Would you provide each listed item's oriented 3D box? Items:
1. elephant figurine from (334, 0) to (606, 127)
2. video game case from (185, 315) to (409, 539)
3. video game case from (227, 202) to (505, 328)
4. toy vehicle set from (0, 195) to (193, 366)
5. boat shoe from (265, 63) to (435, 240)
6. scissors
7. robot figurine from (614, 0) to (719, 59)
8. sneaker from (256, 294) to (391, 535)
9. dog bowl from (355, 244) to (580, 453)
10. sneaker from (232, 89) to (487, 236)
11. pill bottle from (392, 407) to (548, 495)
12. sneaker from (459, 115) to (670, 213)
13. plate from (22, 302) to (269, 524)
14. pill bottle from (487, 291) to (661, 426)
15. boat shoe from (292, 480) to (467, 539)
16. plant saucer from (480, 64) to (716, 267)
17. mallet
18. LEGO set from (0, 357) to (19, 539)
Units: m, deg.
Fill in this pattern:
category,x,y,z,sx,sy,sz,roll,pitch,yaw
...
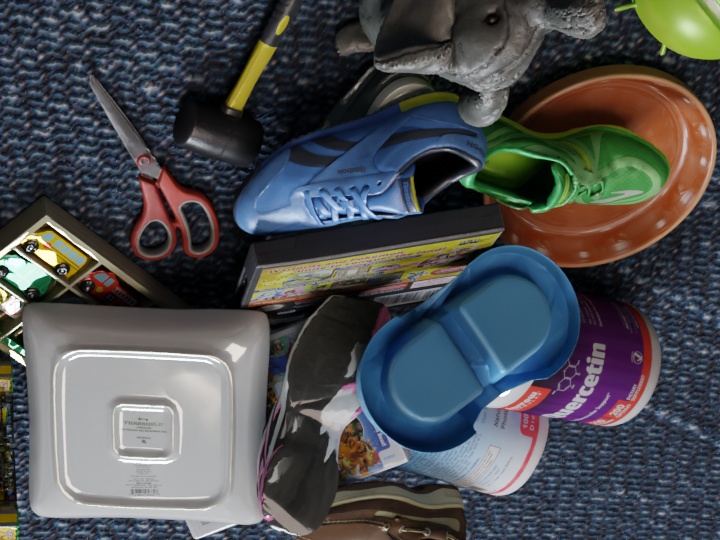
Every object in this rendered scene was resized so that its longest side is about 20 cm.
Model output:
category,x,y,z,sx,sy,sz,roll,pitch,yaw
elephant figurine,0.073,-0.172,1.321,0.141,0.200,0.155,-6,132,-12
video game case,-0.077,0.128,1.563,0.200,0.018,0.143,-21,98,12
video game case,0.000,0.000,1.505,0.200,0.026,0.181,-9,164,-13
toy vehicle set,-0.234,0.034,1.531,0.124,0.027,0.200,-37,130,17
boat shoe,-0.012,-0.086,1.468,0.073,0.062,0.200,19,122,-34
scissors,-0.159,-0.082,1.463,0.073,0.014,0.200,-12,132,-3
robot figurine,0.286,-0.237,1.384,0.200,0.116,0.175,-37,138,17
sneaker,-0.044,0.110,1.508,0.080,0.086,0.200,26,82,-16
dog bowl,0.081,0.063,1.478,0.200,0.050,0.112,-36,94,-18
sneaker,-0.002,-0.066,1.393,0.200,0.078,0.066,-22,134,7
pill bottle,0.058,0.126,1.643,0.200,0.109,0.109,18,123,-30
sneaker,0.153,-0.073,1.470,0.200,0.084,0.074,5,128,-21
plate,-0.175,0.124,1.523,0.199,0.032,0.200,2,114,-1
pill bottle,0.154,0.068,1.601,0.200,0.112,0.112,11,127,-36
boat shoe,0.022,0.224,1.593,0.202,0.075,0.075,4,154,-43
plant saucer,0.195,-0.088,1.547,0.200,0.032,0.200,-8,131,-9
mallet,-0.081,-0.167,1.396,0.066,0.041,0.200,8,124,-27
LEGO set,-0.342,0.169,1.519,0.116,0.200,0.154,0,157,-15
